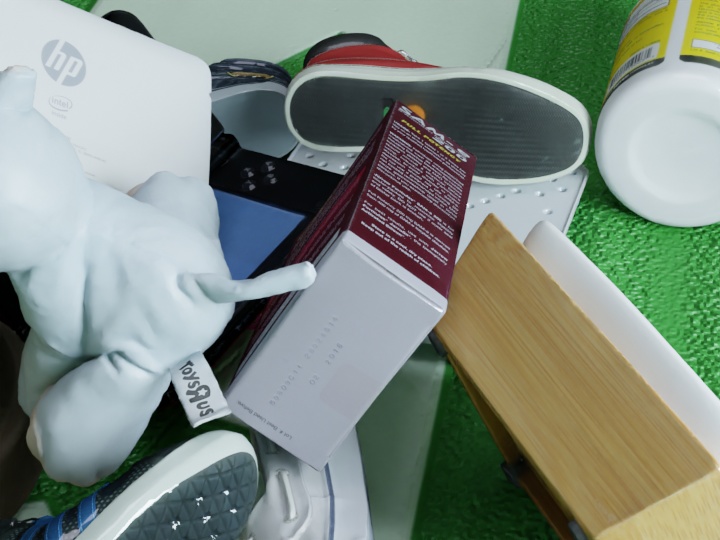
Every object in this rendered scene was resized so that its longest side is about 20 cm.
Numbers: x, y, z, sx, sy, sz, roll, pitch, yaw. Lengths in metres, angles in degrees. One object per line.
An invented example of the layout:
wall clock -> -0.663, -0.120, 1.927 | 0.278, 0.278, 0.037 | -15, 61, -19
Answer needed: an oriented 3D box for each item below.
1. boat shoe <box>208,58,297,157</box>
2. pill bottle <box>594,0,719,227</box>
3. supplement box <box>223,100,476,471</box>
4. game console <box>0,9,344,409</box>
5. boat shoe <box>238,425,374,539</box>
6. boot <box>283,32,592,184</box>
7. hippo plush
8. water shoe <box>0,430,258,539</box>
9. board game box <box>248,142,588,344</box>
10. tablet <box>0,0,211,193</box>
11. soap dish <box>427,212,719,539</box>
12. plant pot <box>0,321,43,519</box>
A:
boat shoe -> -0.138, -0.100, 1.046 | 0.198, 0.072, 0.091 | -7, 22, -2
pill bottle -> 0.223, -0.127, 1.000 | 0.111, 0.113, 0.201 | 7, 37, 14
supplement box -> 0.000, 0.000, 0.762 | 0.061, 0.109, 0.200 | 34, 25, -8
game console -> -0.127, -0.043, 0.875 | 0.171, 0.119, 0.200 | 17, 51, 35
boat shoe -> -0.025, 0.134, 0.709 | 0.065, 0.074, 0.200 | -9, 25, 0
boot -> 0.055, -0.117, 1.003 | 0.198, 0.073, 0.144 | 9, 21, 2
hippo plush -> -0.152, 0.002, 0.707 | 0.160, 0.160, 0.200 | -56, 24, 1
water shoe -> -0.132, 0.124, 0.653 | 0.079, 0.072, 0.200 | 28, 50, 34
board game box -> 0.026, -0.017, 0.941 | 0.198, 0.026, 0.201 | 9, 38, 17
tablet -> -0.166, -0.092, 0.816 | 0.199, 0.014, 0.131 | 20, 58, -36
soap dish -> 0.114, 0.086, 0.688 | 0.081, 0.158, 0.200 | -32, 39, -3
plant pot -> -0.272, 0.038, 0.767 | 0.198, 0.176, 0.201 | -3, 36, 2
